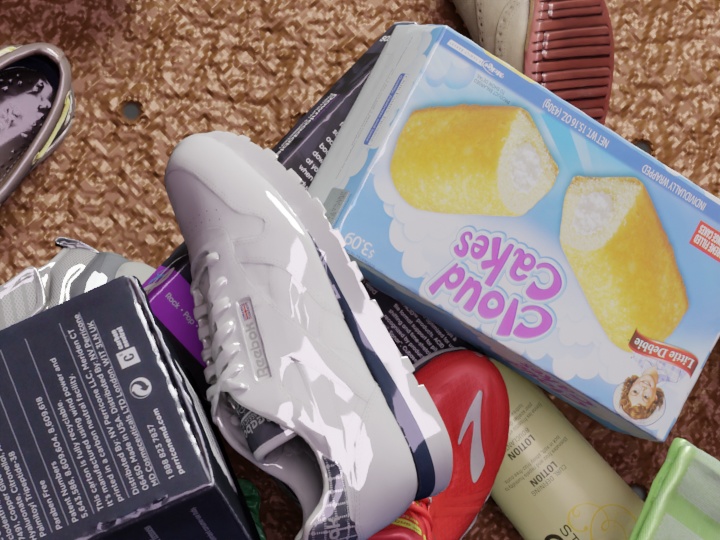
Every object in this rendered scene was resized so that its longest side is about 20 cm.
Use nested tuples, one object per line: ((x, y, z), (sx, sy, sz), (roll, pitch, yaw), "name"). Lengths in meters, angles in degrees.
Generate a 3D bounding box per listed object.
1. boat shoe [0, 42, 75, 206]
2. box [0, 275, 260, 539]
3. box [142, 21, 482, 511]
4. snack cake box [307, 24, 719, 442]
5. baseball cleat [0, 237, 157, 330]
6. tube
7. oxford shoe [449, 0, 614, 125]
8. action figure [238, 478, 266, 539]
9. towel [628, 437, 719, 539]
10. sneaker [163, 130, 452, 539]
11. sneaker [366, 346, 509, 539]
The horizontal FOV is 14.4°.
((-0.212, -0.033, 1.367), (0.072, 0.060, 0.200), (44, 76, 0), "boat shoe")
((-0.156, 0.107, 1.235), (0.199, 0.148, 0.105), (-23, 69, -2), "box")
((0.000, 0.000, 1.368), (0.200, 0.036, 0.143), (-45, 109, -9), "box")
((0.079, -0.017, 1.342), (0.199, 0.067, 0.116), (30, 83, -21), "snack cake box")
((-0.158, 0.081, 1.359), (0.106, 0.070, 0.201), (20, 67, 1), "baseball cleat")
((0.114, 0.128, 1.399), (0.200, 0.058, 0.052), (51, 41, -3), "tube")
((0.080, -0.131, 1.443), (0.070, 0.074, 0.202), (-1, 90, -53), "oxford shoe")
((-0.087, 0.190, 1.350), (0.117, 0.055, 0.201), (23, 70, -3), "action figure")
((0.198, 0.189, 1.343), (0.199, 0.031, 0.150), (34, 69, -22), "towel")
((-0.040, 0.028, 1.266), (0.080, 0.076, 0.201), (-27, 73, -22), "sneaker")
((0.017, 0.121, 1.313), (0.077, 0.085, 0.201), (37, 69, -10), "sneaker")
